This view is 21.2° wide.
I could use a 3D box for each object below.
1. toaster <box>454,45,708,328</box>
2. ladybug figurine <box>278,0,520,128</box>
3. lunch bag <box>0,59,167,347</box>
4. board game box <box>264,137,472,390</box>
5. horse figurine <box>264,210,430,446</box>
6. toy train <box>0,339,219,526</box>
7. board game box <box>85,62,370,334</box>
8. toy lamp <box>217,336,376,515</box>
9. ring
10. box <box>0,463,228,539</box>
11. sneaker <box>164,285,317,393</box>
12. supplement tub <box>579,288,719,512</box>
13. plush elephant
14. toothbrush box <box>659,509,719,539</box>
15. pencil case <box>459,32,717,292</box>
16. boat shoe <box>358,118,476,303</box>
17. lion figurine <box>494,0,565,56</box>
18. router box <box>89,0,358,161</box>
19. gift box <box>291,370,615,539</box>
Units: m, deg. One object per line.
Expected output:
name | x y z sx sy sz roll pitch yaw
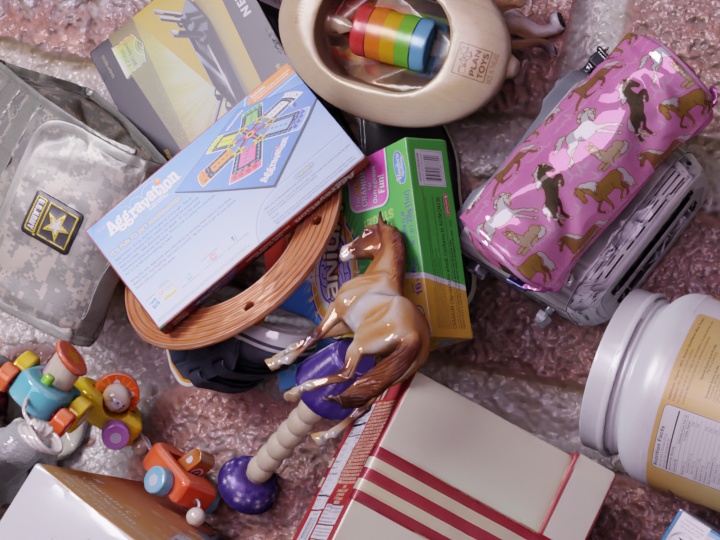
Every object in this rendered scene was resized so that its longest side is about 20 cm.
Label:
toaster | 0.173 -0.054 1.451 0.129 0.114 0.200 38 89 18
ladybug figurine | 0.034 -0.181 1.504 0.200 0.072 0.136 21 99 20
lunch bag | -0.244 -0.053 1.546 0.200 0.117 0.164 37 106 46
board game box | 0.000 0.000 1.478 0.200 0.040 0.154 -24 69 50
horse figurine | 0.000 0.046 1.336 0.132 0.200 0.050 -37 114 2
toy train | -0.190 0.118 1.499 0.056 0.200 0.150 -52 45 7
board game box | -0.100 -0.055 1.440 0.200 0.019 0.103 -40 71 1
toy lamp | -0.047 0.118 1.462 0.058 0.058 0.200 56 137 20
ring | -0.096 -0.019 1.473 0.200 0.019 0.201 -23 41 21
box | -0.174 0.238 1.462 0.152 0.200 0.107 33 92 22
sneaker | -0.095 0.061 1.506 0.200 0.078 0.080 21 101 62
supplement tub | 0.271 0.101 1.366 0.200 0.145 0.145 19 86 22
plush elephant | -0.314 0.119 1.569 0.164 0.200 0.155 2 57 6
toothbrush box | 0.241 0.294 1.370 0.146 0.085 0.200 34 93 22
pencil case | 0.163 -0.075 1.358 0.200 0.087 0.083 -49 31 -2
boat shoe | 0.040 -0.065 1.525 0.073 0.063 0.202 -21 71 19
lion figurine | 0.080 -0.245 1.543 0.122 0.072 0.201 -21 77 22
router box | -0.115 -0.142 1.586 0.157 0.052 0.200 -36 70 19
gift box | 0.060 0.201 1.379 0.186 0.185 0.200 27 83 -7
